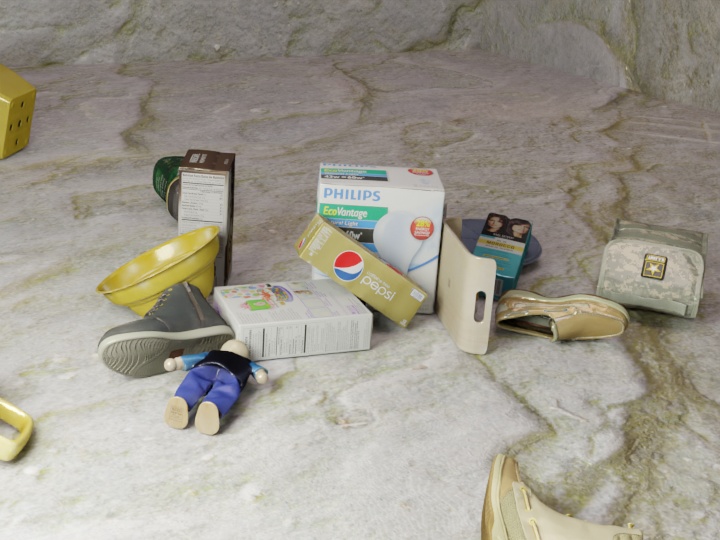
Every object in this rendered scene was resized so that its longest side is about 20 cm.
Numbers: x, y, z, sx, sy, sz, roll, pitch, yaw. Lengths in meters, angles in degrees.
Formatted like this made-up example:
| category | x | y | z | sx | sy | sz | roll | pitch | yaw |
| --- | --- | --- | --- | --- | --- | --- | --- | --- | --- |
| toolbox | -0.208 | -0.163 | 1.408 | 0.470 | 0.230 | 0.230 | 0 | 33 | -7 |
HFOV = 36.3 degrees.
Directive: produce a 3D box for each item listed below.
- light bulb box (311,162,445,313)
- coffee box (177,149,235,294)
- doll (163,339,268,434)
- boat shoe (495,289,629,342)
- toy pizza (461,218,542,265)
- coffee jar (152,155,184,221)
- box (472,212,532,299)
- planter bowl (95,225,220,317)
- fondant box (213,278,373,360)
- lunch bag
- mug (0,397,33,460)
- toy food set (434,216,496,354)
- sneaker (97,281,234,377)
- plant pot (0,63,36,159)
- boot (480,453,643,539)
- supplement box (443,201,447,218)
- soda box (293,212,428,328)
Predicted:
| category | x | y | z | sx | sy | sz | roll | pitch | yaw |
| --- | --- | --- | --- | --- | --- | --- | --- | --- | --- |
| light bulb box | 0.024 | -0.052 | 1.719 | 0.196 | 0.202 | 0.125 | 3 | 20 | -4 |
| coffee box | -0.243 | -0.078 | 1.731 | 0.079 | 0.202 | 0.113 | 4 | 20 | -2 |
| doll | -0.185 | 0.135 | 1.388 | 0.135 | 0.049 | 0.200 | 9 | 22 | 9 |
| boat shoe | 0.298 | 0.080 | 1.635 | 0.197 | 0.072 | 0.076 | 3 | 33 | 18 |
| toy pizza | 0.226 | -0.041 | 1.972 | 0.197 | 0.032 | 0.201 | 4 | 26 | -2 |
| coffee jar | -0.327 | -0.152 | 2.081 | 0.103 | 0.086 | 0.200 | 0 | 20 | -21 |
| box | 0.234 | -0.025 | 1.850 | 0.081 | 0.050 | 0.200 | 13 | 33 | 11 |
| planter bowl | -0.275 | 0.018 | 1.591 | 0.199 | 0.084 | 0.201 | -24 | 15 | 7 |
| fondant box | -0.099 | 0.068 | 1.577 | 0.198 | 0.059 | 0.144 | -3 | 22 | -22 |
| lunch bag | 0.477 | 0.003 | 1.794 | 0.162 | 0.119 | 0.200 | 10 | 27 | 15 |
| mug | -0.475 | 0.146 | 1.225 | 0.148 | 0.188 | 0.153 | -29 | 12 | 3 |
| toy food set | 0.160 | 0.018 | 1.641 | 0.060 | 0.145 | 0.200 | 0 | 20 | -11 |
| sneaker | -0.273 | 0.075 | 1.456 | 0.199 | 0.075 | 0.106 | -2 | 42 | -45 |
| plant pot | -0.811 | -0.340 | 2.358 | 0.174 | 0.202 | 0.200 | 18 | 21 | 2 |
| boot | 0.200 | 0.260 | 1.099 | 0.153 | 0.074 | 0.200 | 5 | 22 | 3 |
| supplement box | 0.047 | -0.108 | 2.058 | 0.198 | 0.074 | 0.126 | -4 | 23 | -23 |
| soda box | 0.000 | 0.000 | 1.623 | 0.199 | 0.064 | 0.068 | 35 | 5 | -18 |
